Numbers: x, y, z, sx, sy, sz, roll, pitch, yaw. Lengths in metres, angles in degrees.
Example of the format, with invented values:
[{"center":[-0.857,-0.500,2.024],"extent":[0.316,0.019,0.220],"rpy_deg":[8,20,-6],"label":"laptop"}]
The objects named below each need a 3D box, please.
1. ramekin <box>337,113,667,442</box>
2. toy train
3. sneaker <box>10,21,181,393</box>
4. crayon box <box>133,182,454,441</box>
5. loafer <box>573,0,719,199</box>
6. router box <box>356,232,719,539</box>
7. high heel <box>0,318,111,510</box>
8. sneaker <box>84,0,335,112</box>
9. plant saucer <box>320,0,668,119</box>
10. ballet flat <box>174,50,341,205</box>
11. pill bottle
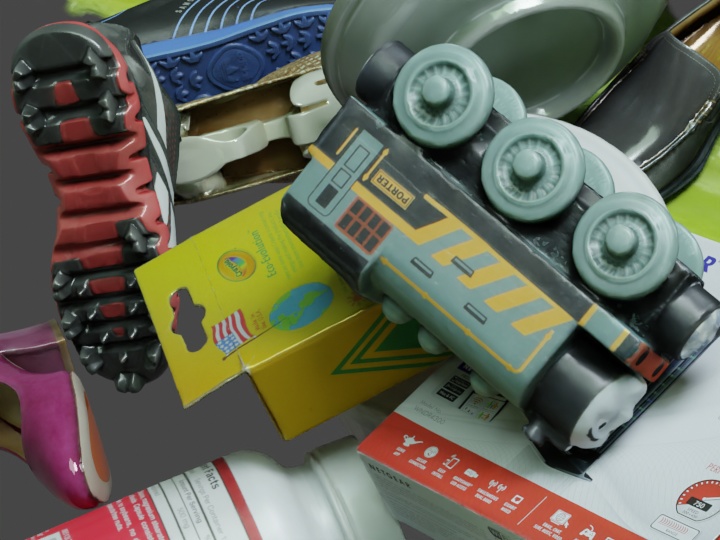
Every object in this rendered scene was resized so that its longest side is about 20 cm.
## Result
[{"center":[0.064,0.025,1.362],"extent":[0.202,0.094,0.203],"rpy_deg":[-5,52,6],"label":"ramekin"},{"center":[0.060,-0.012,1.170],"extent":[0.200,0.085,0.114],"rpy_deg":[41,95,19],"label":"toy train"},{"center":[-0.126,-0.040,1.411],"extent":[0.071,0.201,0.098],"rpy_deg":[-5,17,17],"label":"sneaker"},{"center":[0.000,0.000,1.274],"extent":[0.200,0.051,0.127],"rpy_deg":[-27,35,1],"label":"crayon box"},{"center":[0.170,-0.102,1.454],"extent":[0.073,0.072,0.200],"rpy_deg":[36,66,30],"label":"loafer"},{"center":[0.126,0.067,1.191],"extent":[0.179,0.049,0.200],"rpy_deg":[-43,38,-20],"label":"router box"},{"center":[-0.182,0.083,1.349],"extent":[0.096,0.068,0.200],"rpy_deg":[-18,18,-8],"label":"high heel"},{"center":[-0.065,-0.132,1.522],"extent":[0.199,0.070,0.078],"rpy_deg":[-8,39,-3],"label":"sneaker"},{"center":[0.080,-0.121,1.399],"extent":[0.199,0.200,0.050],"rpy_deg":[-20,58,-5],"label":"plant saucer"},{"center":[-0.050,-0.073,1.471],"extent":[0.199,0.071,0.065],"rpy_deg":[-19,12,3],"label":"ballet flat"},{"center":[-0.078,0.154,1.278],"extent":[0.199,0.112,0.112],"rpy_deg":[-22,52,-7],"label":"pill bottle"}]
